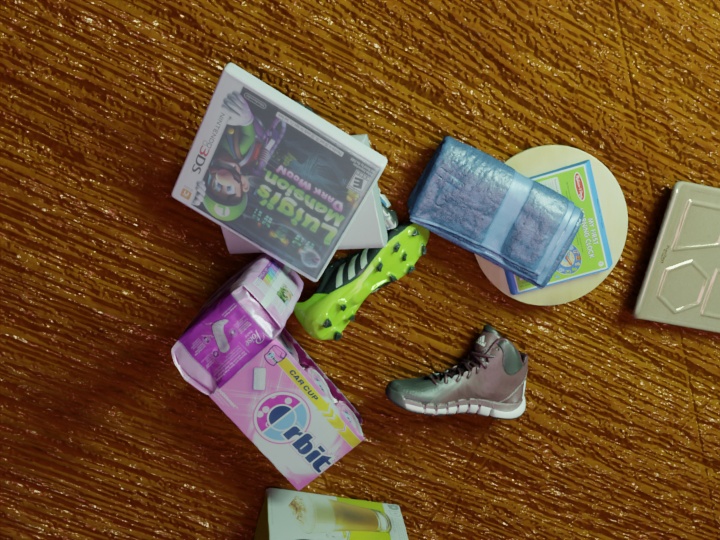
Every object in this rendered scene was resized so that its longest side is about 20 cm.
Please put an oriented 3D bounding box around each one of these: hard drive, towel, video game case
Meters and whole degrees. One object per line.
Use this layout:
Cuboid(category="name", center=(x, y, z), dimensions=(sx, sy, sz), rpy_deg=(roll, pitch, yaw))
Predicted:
Cuboid(category="hard drive", center=(-0.075, -0.084, 1.050), dimensions=(0.196, 0.027, 0.134), rpy_deg=(-2, 122, 18))
Cuboid(category="towel", center=(0.161, -0.070, 1.101), dimensions=(0.197, 0.049, 0.113), rpy_deg=(27, 107, -3))
Cuboid(category="video game case", center=(-0.095, -0.102, 1.013), dimensions=(0.198, 0.023, 0.183), rpy_deg=(30, 126, -4))

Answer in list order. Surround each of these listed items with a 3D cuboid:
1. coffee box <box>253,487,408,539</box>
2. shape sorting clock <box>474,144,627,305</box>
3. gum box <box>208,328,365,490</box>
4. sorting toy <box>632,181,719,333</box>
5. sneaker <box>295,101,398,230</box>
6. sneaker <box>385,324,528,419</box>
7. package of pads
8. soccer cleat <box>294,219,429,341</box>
Cuboid(category="coffee box", center=(-0.049, 0.436, 1.197), dimensions=(0.194, 0.200, 0.204), rpy_deg=(11, 109, -11))
Cuboid(category="shape sorting clock", center=(0.235, -0.055, 1.146), dimensions=(0.195, 0.039, 0.204), rpy_deg=(1, 107, 4))
Cuboid(category="gum box", center=(-0.092, 0.174, 1.168), dimensions=(0.113, 0.066, 0.201), rpy_deg=(-36, 111, 8))
Cuboid(category="sorting toy", center=(0.461, -0.013, 1.199), dimensions=(0.196, 0.037, 0.189), rpy_deg=(8, 108, -15))
Cuboid(category="sneaker", center=(-0.044, -0.106, 1.075), dimensions=(0.086, 0.075, 0.201), rpy_deg=(-34, 109, 13))
Cuboid(category="sneaker", center=(0.130, 0.124, 1.186), dimensions=(0.196, 0.076, 0.118), rpy_deg=(6, 104, -21))
Cuboid(category="package of pads", center=(-0.136, 0.053, 1.044), dimensions=(0.120, 0.200, 0.076), rpy_deg=(-42, 98, 12))
Cuboid(category="soccer cleat", center=(0.000, 0.000, 1.121), dimensions=(0.200, 0.081, 0.068), rpy_deg=(-42, 136, -13))
